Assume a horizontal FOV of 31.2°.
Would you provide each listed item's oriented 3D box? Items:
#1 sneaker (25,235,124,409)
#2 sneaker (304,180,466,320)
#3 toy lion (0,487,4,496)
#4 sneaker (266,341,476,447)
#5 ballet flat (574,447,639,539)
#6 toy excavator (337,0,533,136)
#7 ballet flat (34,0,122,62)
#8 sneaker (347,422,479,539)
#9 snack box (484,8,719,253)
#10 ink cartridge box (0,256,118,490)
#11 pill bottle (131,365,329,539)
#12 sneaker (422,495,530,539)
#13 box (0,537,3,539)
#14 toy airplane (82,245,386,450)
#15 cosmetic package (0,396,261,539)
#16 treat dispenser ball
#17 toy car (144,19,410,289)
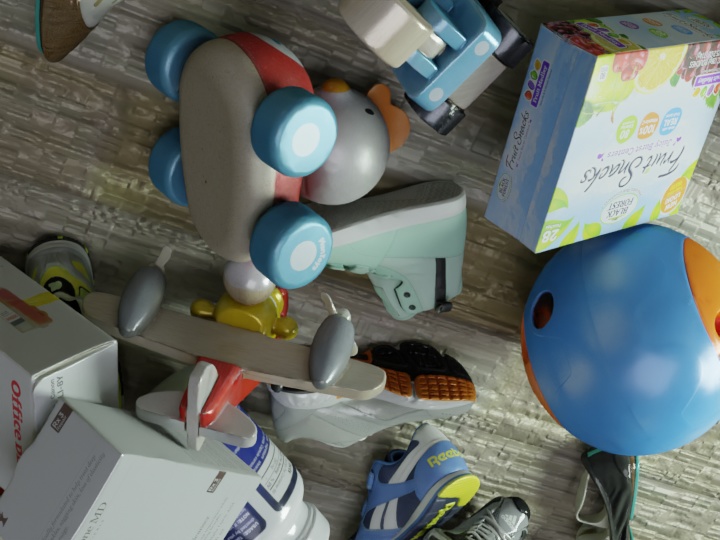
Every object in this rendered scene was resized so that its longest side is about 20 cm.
[{"bbox_3d":[-0.253,0.073,1.121,0.074,0.077,0.202,-12,124,-4],"label":"sneaker"},{"bbox_3d":[0.000,0.000,1.123,0.197,0.074,0.120,-10,117,-8],"label":"sneaker"},{"bbox_3d":[-0.355,0.159,1.113,0.198,0.191,0.069,24,124,22],"label":"toy lion"},{"bbox_3d":[0.009,0.124,1.215,0.197,0.076,0.093,3,129,-4],"label":"sneaker"},{"bbox_3d":[0.260,0.265,1.354,0.067,0.068,0.203,-6,113,5],"label":"ballet flat"},{"bbox_3d":[0.036,-0.181,0.936,0.100,0.196,0.199,-43,134,18],"label":"toy excavator"},{"bbox_3d":[-0.195,-0.242,0.938,0.071,0.068,0.203,13,116,6],"label":"ballet flat"},{"bbox_3d":[0.040,0.229,1.285,0.073,0.083,0.200,-6,146,-44],"label":"sneaker"},{"bbox_3d":[0.206,-0.117,1.047,0.198,0.068,0.171,-13,129,-40],"label":"snack box"},{"bbox_3d":[-0.285,0.087,1.046,0.083,0.199,0.147,-25,132,-40],"label":"ink cartridge box"},{"bbox_3d":[-0.123,0.195,1.175,0.115,0.116,0.201,-36,107,12],"label":"pill bottle"},{"bbox_3d":[0.122,0.261,1.274,0.115,0.200,0.075,-36,83,-11],"label":"sneaker"},{"bbox_3d":[-0.325,0.228,1.195,0.197,0.095,0.079,12,119,-19],"label":"box"},{"bbox_3d":[-0.104,0.054,1.045,0.198,0.199,0.143,0,112,-34],"label":"toy airplane"},{"bbox_3d":[-0.177,0.175,1.000,0.114,0.081,0.199,-59,152,5],"label":"cosmetic package"},{"bbox_3d":[0.240,0.060,1.134,0.198,0.202,0.203,-5,123,-8],"label":"treat dispenser ball"},{"bbox_3d":[-0.041,-0.112,1.021,0.198,0.184,0.179,-20,128,-34],"label":"toy car"}]
